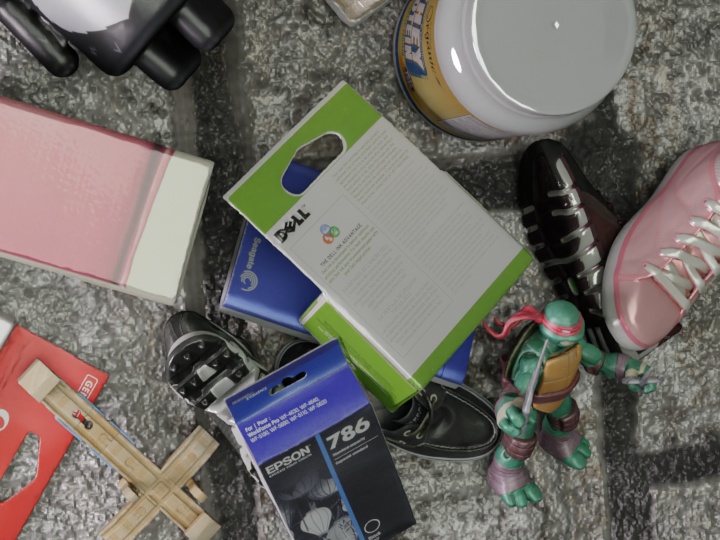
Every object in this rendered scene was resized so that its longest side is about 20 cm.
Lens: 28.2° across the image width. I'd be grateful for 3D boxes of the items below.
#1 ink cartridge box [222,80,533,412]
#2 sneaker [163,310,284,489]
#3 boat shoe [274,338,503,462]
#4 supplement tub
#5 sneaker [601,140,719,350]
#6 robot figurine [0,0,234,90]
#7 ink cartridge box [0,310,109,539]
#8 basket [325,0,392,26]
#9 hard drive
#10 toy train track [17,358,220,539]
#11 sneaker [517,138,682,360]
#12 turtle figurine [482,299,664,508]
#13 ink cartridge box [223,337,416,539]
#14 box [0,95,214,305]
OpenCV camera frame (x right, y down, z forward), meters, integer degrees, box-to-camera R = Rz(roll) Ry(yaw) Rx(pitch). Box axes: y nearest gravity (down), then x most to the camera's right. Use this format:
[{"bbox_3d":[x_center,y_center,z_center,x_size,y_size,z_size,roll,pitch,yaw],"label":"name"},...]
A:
[{"bbox_3d":[0.007,-0.020,1.084,0.200,0.076,0.148,44,65,1],"label":"ink cartridge box"},{"bbox_3d":[-0.088,0.099,1.117,0.066,0.091,0.200,-37,124,2],"label":"sneaker"},{"bbox_3d":[0.028,0.104,1.140,0.199,0.066,0.070,25,88,-11],"label":"boat shoe"},{"bbox_3d":[0.112,-0.172,1.076,0.143,0.200,0.146,-1,92,-12],"label":"supplement tub"},{"bbox_3d":[0.265,-0.028,1.113,0.075,0.104,0.201,44,63,-19],"label":"sneaker"},{"bbox_3d":[-0.187,-0.225,1.052,0.200,0.125,0.151,43,72,-10],"label":"robot figurine"},{"bbox_3d":[-0.314,0.123,1.085,0.175,0.045,0.201,30,87,-10],"label":"ink cartridge box"},{"bbox_3d":[0.018,-0.326,1.073,0.198,0.161,0.201,-39,97,-6],"label":"basket"},{"bbox_3d":[0.000,0.000,1.130,0.198,0.025,0.133,19,68,-12],"label":"hard drive"},{"bbox_3d":[-0.182,0.144,1.102,0.115,0.033,0.200,-47,109,-7],"label":"toy train track"},{"bbox_3d":[0.209,-0.025,1.179,0.115,0.076,0.202,-23,97,-25],"label":"sneaker"},{"bbox_3d":[0.153,0.090,1.103,0.148,0.101,0.201,-15,139,-19],"label":"turtle figurine"},{"bbox_3d":[-0.027,0.149,1.093,0.099,0.039,0.201,-29,132,-8],"label":"ink cartridge box"},{"bbox_3d":[-0.219,-0.055,1.053,0.198,0.128,0.110,16,89,-12],"label":"box"}]
